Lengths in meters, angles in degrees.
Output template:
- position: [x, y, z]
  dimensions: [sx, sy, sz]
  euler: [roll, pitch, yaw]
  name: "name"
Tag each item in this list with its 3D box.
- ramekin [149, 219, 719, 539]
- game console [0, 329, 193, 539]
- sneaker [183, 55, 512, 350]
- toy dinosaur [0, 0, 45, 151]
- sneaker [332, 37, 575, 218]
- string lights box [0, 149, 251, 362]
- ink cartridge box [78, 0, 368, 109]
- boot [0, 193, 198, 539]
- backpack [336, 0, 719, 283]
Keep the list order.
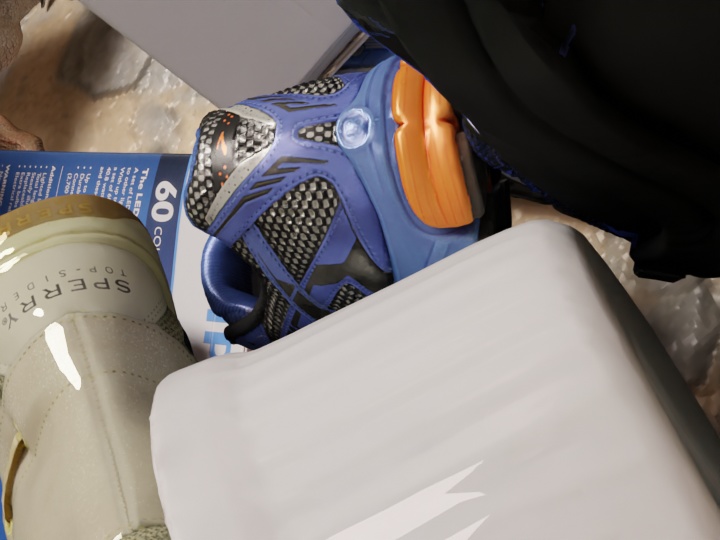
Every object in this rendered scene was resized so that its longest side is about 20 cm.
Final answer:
- position: [0.047, 0.086, 0.612]
  dimensions: [0.098, 0.201, 0.201]
  euler: [-30, 45, 6]
  name: "ramekin"
- position: [-0.135, 0.080, 0.870]
  dimensions: [0.171, 0.118, 0.200]
  euler: [-129, 53, -74]
  name: "game console"
- position: [0.000, 0.000, 0.732]
  dimensions: [0.078, 0.200, 0.075]
  euler: [0, 63, 5]
  name: "sneaker"
- position: [-0.167, -0.097, 0.993]
  dimensions: [0.200, 0.086, 0.136]
  euler: [-5, 46, -8]
  name: "toy dinosaur"
- position: [0.058, -0.064, 0.785]
  dimensions: [0.200, 0.078, 0.089]
  euler: [15, 80, 50]
  name: "sneaker"
- position: [-0.080, 0.017, 0.875]
  dimensions: [0.200, 0.059, 0.103]
  euler: [4, 85, 47]
  name: "string lights box"
- position: [-0.064, -0.137, 0.856]
  dimensions: [0.083, 0.147, 0.200]
  euler: [-49, 17, 12]
  name: "ink cartridge box"
- position: [-0.042, 0.099, 0.701]
  dimensions: [0.072, 0.200, 0.155]
  euler: [-20, 43, -5]
  name: "boot"
- position: [0.080, -0.095, 0.600]
  dimensions: [0.162, 0.200, 0.168]
  euler: [-15, 67, 29]
  name: "backpack"
